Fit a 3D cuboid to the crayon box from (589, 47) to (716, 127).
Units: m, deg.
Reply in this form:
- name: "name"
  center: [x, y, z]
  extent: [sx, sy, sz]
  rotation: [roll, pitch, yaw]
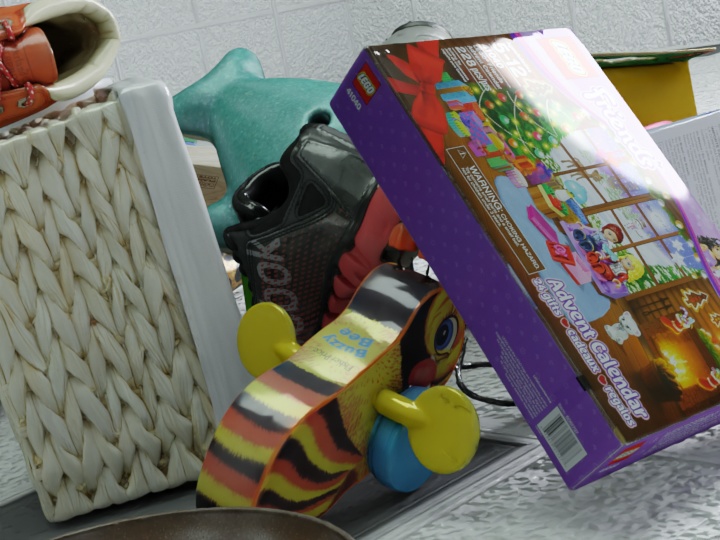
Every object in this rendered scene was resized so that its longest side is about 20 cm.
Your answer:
- name: "crayon box"
  center: [0.140, -0.101, 0.898]
  extent: [0.126, 0.051, 0.200]
  rotation: [-6, -6, -18]

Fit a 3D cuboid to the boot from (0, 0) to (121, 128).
- name: "boot"
  center: [-0.203, -0.090, 0.622]
  extent: [0.107, 0.076, 0.200]
  rotation: [-6, 19, 34]

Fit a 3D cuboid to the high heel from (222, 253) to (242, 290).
- name: "high heel"
  center: [-0.151, -0.036, 1.039]
  extent: [0.199, 0.143, 0.072]
  rotation: [-1, 46, -31]

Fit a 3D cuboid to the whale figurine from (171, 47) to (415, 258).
- name: "whale figurine"
  center: [-0.041, -0.077, 0.788]
  extent: [0.159, 0.104, 0.200]
  rotation: [-40, 60, -15]

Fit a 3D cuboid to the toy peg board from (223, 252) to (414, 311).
- name: "toy peg board"
  center: [0.000, 0.000, 0.927]
  extent: [0.198, 0.099, 0.199]
  rotation: [-9, -4, 3]

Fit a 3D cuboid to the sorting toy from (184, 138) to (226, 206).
- name: "sorting toy"
  center: [-0.219, -0.070, 1.095]
  extent: [0.198, 0.070, 0.199]
  rotation: [5, -30, -18]

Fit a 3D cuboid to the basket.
- name: "basket"
  center: [-0.137, 0.014, 0.675]
  extent: [0.123, 0.201, 0.135]
  rotation: [-21, 13, -15]

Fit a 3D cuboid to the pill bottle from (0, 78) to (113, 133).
- name: "pill bottle"
  center: [-0.168, -0.009, 0.790]
  extent: [0.108, 0.202, 0.109]
  rotation: [-11, 11, 2]

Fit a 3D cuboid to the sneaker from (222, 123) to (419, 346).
- name: "sneaker"
  center: [-0.029, -0.002, 0.693]
  extent: [0.071, 0.098, 0.201]
  rotation: [-54, -4, -41]

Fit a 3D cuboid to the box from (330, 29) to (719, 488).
- name: "box"
  center: [0.092, -0.017, 0.573]
  extent: [0.136, 0.201, 0.039]
  rotation: [-13, -27, -40]

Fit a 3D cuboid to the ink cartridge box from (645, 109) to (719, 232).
- name: "ink cartridge box"
  center: [0.163, -0.016, 0.702]
  extent: [0.199, 0.120, 0.042]
  rotation: [-18, 4, -29]

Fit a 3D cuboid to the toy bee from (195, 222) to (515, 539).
- name: "toy bee"
  center: [0.003, 0.037, 0.590]
  extent: [0.130, 0.110, 0.200]
  rotation: [10, 28, 17]

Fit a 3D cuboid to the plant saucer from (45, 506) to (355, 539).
- name: "plant saucer"
  center: [-0.091, 0.134, 0.441]
  extent: [0.198, 0.032, 0.200]
  rotation: [-10, 11, 2]

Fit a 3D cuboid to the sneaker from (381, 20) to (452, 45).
- name: "sneaker"
  center: [0.016, -0.085, 0.959]
  extent: [0.066, 0.091, 0.200]
  rotation: [8, -35, -19]

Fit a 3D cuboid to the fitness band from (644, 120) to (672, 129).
- name: "fitness band"
  center: [0.152, -0.038, 0.845]
  extent: [0.143, 0.038, 0.200]
  rotation: [-33, -12, 10]
